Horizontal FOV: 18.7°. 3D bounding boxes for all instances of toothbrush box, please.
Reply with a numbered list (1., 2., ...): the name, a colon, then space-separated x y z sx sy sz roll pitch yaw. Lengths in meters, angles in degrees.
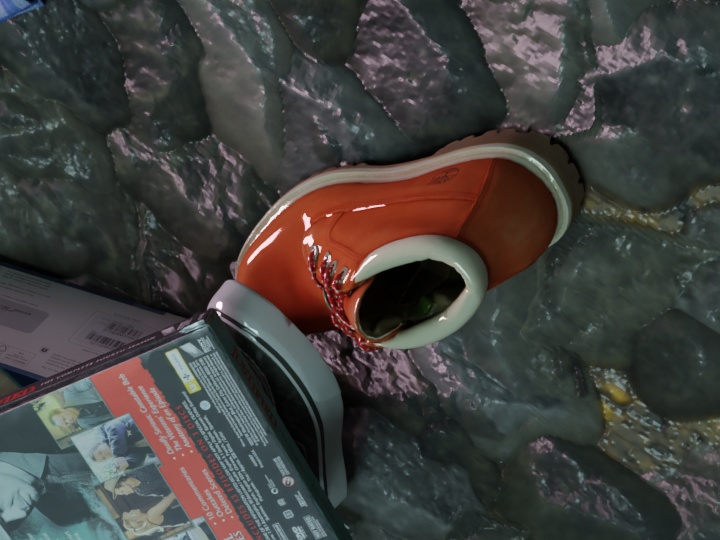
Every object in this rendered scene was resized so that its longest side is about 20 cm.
1. toothbrush box: -0.163 0.111 1.212 0.146 0.085 0.200 15 126 20

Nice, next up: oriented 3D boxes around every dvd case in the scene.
1. dvd case: -0.123 0.114 1.061 0.200 0.022 0.146 -24 112 17

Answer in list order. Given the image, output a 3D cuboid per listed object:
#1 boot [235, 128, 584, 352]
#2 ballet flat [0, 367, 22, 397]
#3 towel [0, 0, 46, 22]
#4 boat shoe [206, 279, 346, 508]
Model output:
1. boot: 0.000 0.000 1.026 0.200 0.107 0.075 -20 112 41
2. ballet flat: -0.171 0.118 1.121 0.200 0.069 0.069 45 132 -7
3. towel: -0.255 -0.199 1.100 0.147 0.024 0.200 -15 112 38
4. boat shoe: -0.050 0.083 1.094 0.071 0.064 0.200 31 154 28
